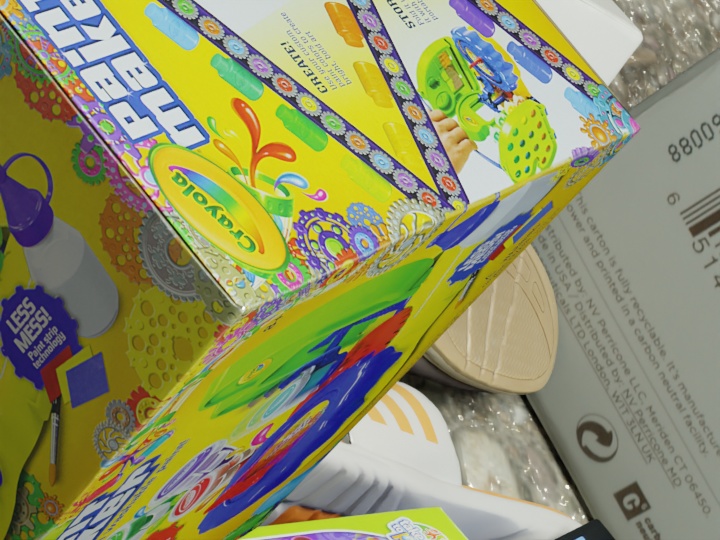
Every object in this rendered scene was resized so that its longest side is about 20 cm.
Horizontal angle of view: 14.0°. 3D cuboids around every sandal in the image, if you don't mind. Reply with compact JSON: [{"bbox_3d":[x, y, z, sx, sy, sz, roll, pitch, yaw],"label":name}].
[{"bbox_3d":[0.004,0.075,1.050,0.206,0.079,0.059,20,48,-49],"label":"sandal"}]

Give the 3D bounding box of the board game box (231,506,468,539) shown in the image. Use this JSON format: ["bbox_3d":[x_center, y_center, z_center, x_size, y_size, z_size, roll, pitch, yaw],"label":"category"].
[{"bbox_3d":[0.013,0.151,0.861,0.134,0.045,0.200,-4,34,-34],"label":"board game box"}]

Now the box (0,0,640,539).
[{"bbox_3d":[-0.065,-0.001,0.797,0.122,0.200,0.192,51,37,11],"label":"box"}]

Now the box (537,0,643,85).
[{"bbox_3d":[-0.007,-0.119,1.085,0.124,0.098,0.200,24,20,-36],"label":"box"}]

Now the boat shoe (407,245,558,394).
[{"bbox_3d":[0.000,0.000,1.099,0.200,0.065,0.072,23,66,-47],"label":"boat shoe"}]

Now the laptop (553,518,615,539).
[{"bbox_3d":[0.031,0.144,0.942,0.200,0.103,0.177,27,16,-43],"label":"laptop"}]

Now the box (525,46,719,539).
[{"bbox_3d":[0.185,0.012,1.187,0.171,0.200,0.199,-22,80,-50],"label":"box"}]
